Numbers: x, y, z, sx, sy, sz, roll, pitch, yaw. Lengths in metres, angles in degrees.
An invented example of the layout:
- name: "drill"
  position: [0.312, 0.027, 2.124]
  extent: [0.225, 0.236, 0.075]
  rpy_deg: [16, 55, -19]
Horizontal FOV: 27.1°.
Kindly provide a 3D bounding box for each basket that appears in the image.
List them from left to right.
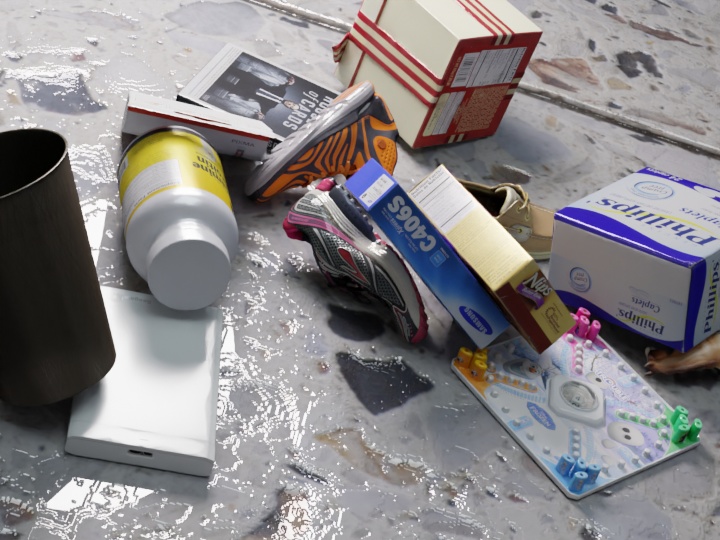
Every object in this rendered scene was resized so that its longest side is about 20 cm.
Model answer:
- name: "basket"
  position: [-0.290, 0.001, 1.290]
  extent: [0.134, 0.202, 0.181]
  rpy_deg: [-16, 25, -7]

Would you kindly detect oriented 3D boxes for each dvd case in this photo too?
- name: "dvd case"
  position: [-0.103, -0.195, 1.789]
  extent: [0.198, 0.025, 0.151]
  rpy_deg: [24, 38, 7]

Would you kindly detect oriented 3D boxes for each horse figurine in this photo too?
- name: "horse figurine"
  position: [0.408, 0.085, 1.648]
  extent: [0.197, 0.050, 0.133]
  rpy_deg: [15, 30, -2]

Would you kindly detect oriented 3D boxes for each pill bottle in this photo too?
- name: "pill bottle"
  position: [-0.180, -0.051, 1.483]
  extent: [0.110, 0.113, 0.201]
  rpy_deg: [5, 32, -18]

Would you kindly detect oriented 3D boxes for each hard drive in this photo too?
- name: "hard drive"
  position: [-0.195, 0.098, 1.380]
  extent: [0.130, 0.026, 0.201]
  rpy_deg: [11, 38, -11]

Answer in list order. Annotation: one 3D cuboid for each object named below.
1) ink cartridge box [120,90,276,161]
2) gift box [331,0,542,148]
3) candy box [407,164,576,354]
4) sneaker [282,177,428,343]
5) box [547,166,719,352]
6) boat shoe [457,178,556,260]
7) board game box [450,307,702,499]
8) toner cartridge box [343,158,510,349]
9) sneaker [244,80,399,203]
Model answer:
- name: "ink cartridge box"
  position: [-0.176, -0.148, 1.608]
  extent: [0.160, 0.051, 0.200]
  rpy_deg: [12, 11, -10]
- name: "gift box"
  position: [0.081, -0.280, 1.838]
  extent: [0.198, 0.186, 0.187]
  rpy_deg: [-7, 44, -45]
- name: "candy box"
  position: [0.135, -0.013, 1.566]
  extent: [0.056, 0.117, 0.200]
  rpy_deg: [-38, 41, 1]
- name: "sneaker"
  position: [0.000, 0.000, 1.561]
  extent: [0.074, 0.081, 0.200]
  rpy_deg: [-37, 70, -8]
- name: "box"
  position: [0.337, -0.018, 1.659]
  extent: [0.183, 0.106, 0.199]
  rpy_deg: [23, 34, 36]
- name: "boat shoe"
  position: [0.162, -0.063, 1.707]
  extent: [0.197, 0.067, 0.075]
  rpy_deg: [7, 39, -16]
- name: "board game box"
  position: [0.224, 0.128, 1.531]
  extent: [0.198, 0.026, 0.200]
  rpy_deg: [-15, 48, -37]
- name: "toner cartridge box"
  position: [0.067, -0.017, 1.510]
  extent: [0.200, 0.043, 0.095]
  rpy_deg: [50, 2, -24]
- name: "sneaker"
  position: [-0.030, -0.114, 1.675]
  extent: [0.199, 0.077, 0.113]
  rpy_deg: [-40, 105, -18]
